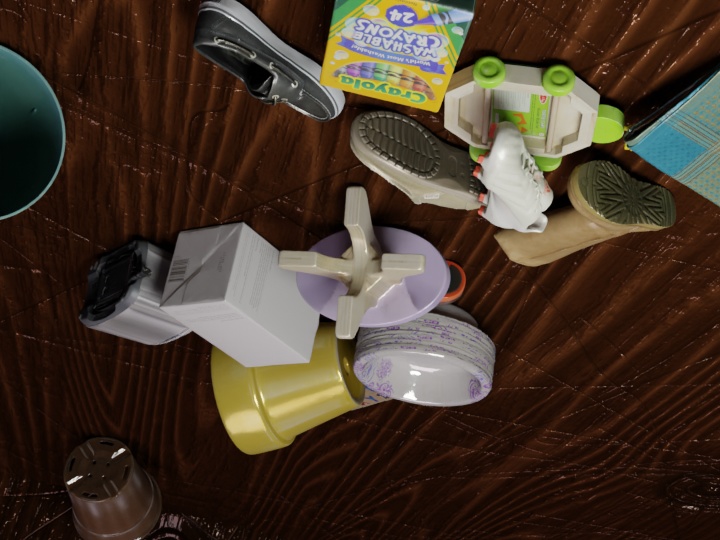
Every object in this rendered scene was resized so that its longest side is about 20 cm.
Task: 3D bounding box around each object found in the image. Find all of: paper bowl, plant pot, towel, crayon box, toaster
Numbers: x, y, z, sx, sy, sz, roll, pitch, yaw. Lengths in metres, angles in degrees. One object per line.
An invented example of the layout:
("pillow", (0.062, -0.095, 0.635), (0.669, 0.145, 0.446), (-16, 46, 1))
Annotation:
("paper bowl", (0.094, 0.111, 1.825), (0.199, 0.105, 0.201), (10, 154, 5))
("plant pot", (-0.451, -0.143, 1.440), (0.200, 0.202, 0.161), (23, 164, -23))
("plant pot", (-0.101, 0.161, 1.927), (0.188, 0.202, 0.201), (-14, 148, 15))
("plant pot", (-0.541, 0.468, 2.748), (0.199, 0.201, 0.199), (8, 147, 7))
("towel", (0.378, -0.126, 1.270), (0.199, 0.022, 0.147), (26, 134, -29))
("crayon box", (0.032, -0.220, 1.229), (0.125, 0.052, 0.200), (13, 155, -2))
("toaster", (-0.303, 0.033, 1.827), (0.129, 0.114, 0.200), (23, 150, -32))

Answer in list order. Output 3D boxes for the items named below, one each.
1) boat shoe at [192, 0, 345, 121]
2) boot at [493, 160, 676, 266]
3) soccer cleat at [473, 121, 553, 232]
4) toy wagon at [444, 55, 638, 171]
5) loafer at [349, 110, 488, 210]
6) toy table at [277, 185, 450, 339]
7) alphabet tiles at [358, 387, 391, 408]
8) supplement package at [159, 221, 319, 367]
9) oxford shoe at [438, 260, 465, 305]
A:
("boat shoe", (-0.096, -0.202, 1.305), (0.068, 0.057, 0.200), (-2, 152, 45))
("boot", (0.230, -0.055, 1.448), (0.175, 0.067, 0.199), (17, 157, -39))
("soccer cleat", (0.162, -0.094, 1.320), (0.077, 0.070, 0.200), (19, 164, 13))
("toy wagon", (0.186, -0.158, 1.308), (0.199, 0.040, 0.155), (7, 155, 7))
("loafer", (0.066, -0.110, 1.413), (0.199, 0.076, 0.068), (24, 146, -26))
("toy table", (0.000, 0.000, 1.573), (0.199, 0.185, 0.117), (-11, 165, 16))
("alphabet tiles", (-0.022, 0.189, 2.148), (0.167, 0.008, 0.200), (27, 151, -28))
("supplement package", (-0.159, 0.038, 1.760), (0.119, 0.122, 0.200), (-7, 148, 33))
("oxford shoe", (0.039, 0.019, 1.702), (0.199, 0.072, 0.073), (9, 160, 5))
